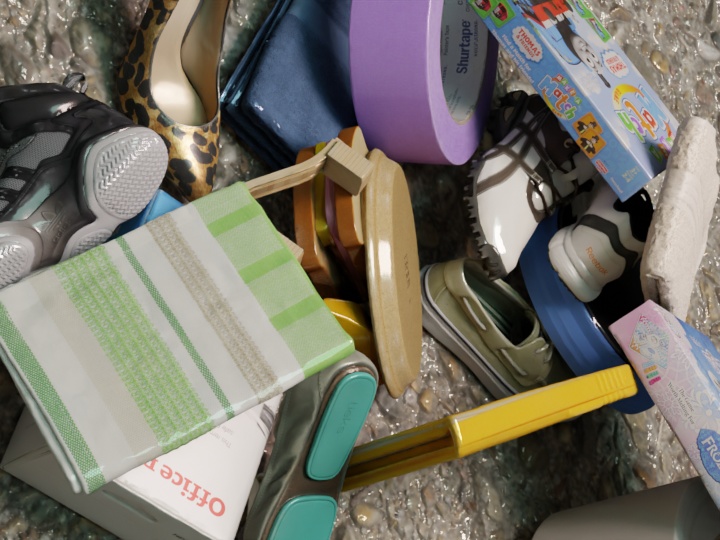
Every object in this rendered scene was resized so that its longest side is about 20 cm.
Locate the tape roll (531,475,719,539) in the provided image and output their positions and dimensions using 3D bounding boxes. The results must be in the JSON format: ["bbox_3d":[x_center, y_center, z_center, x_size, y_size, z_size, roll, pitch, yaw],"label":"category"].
[{"bbox_3d":[0.237,0.273,1.382,0.202,0.138,0.204,32,48,-44],"label":"tape roll"}]

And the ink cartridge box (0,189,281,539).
[{"bbox_3d":[-0.133,0.072,1.188,0.146,0.086,0.201,36,56,-26],"label":"ink cartridge box"}]

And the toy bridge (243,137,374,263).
[{"bbox_3d":[-0.069,-0.022,1.183,0.067,0.027,0.200,34,61,7],"label":"toy bridge"}]

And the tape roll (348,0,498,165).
[{"bbox_3d":[0.053,-0.185,1.386,0.200,0.065,0.202,4,90,-70],"label":"tape roll"}]

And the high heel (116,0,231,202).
[{"bbox_3d":[-0.111,-0.155,1.245,0.071,0.142,0.202,-10,82,-43],"label":"high heel"}]

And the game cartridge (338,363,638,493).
[{"bbox_3d":[0.080,0.119,1.298,0.199,0.176,0.033,-10,81,-42],"label":"game cartridge"}]

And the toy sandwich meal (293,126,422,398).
[{"bbox_3d":[0.000,0.000,1.313,0.205,0.070,0.207,-5,90,-82],"label":"toy sandwich meal"}]

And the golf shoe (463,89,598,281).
[{"bbox_3d":[0.142,-0.076,1.411,0.078,0.094,0.201,65,32,-41],"label":"golf shoe"}]

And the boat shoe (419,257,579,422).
[{"bbox_3d":[0.124,0.060,1.435,0.199,0.062,0.072,36,55,-27],"label":"boat shoe"}]

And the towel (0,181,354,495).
[{"bbox_3d":[-0.123,0.041,1.110,0.199,0.031,0.150,-25,66,-21],"label":"towel"}]

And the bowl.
[{"bbox_3d":[0.207,0.022,1.493,0.200,0.039,0.202,39,34,-33],"label":"bowl"}]

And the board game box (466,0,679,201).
[{"bbox_3d":[0.178,-0.156,1.409,0.201,0.037,0.151,53,27,3],"label":"board game box"}]

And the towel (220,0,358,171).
[{"bbox_3d":[-0.033,-0.162,1.381,0.112,0.048,0.201,45,50,-26],"label":"towel"}]

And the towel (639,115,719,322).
[{"bbox_3d":[0.254,-0.026,1.400,0.200,0.034,0.134,56,49,-69],"label":"towel"}]

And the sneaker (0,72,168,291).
[{"bbox_3d":[-0.230,-0.047,1.153,0.200,0.076,0.114,-40,65,-15],"label":"sneaker"}]

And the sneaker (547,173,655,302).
[{"bbox_3d":[0.213,-0.043,1.443,0.074,0.080,0.200,49,28,-12],"label":"sneaker"}]

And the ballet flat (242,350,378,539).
[{"bbox_3d":[-0.044,0.143,1.241,0.067,0.064,0.201,11,104,-44],"label":"ballet flat"}]

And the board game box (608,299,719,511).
[{"bbox_3d":[0.282,0.129,1.360,0.200,0.043,0.200,60,15,21],"label":"board game box"}]
